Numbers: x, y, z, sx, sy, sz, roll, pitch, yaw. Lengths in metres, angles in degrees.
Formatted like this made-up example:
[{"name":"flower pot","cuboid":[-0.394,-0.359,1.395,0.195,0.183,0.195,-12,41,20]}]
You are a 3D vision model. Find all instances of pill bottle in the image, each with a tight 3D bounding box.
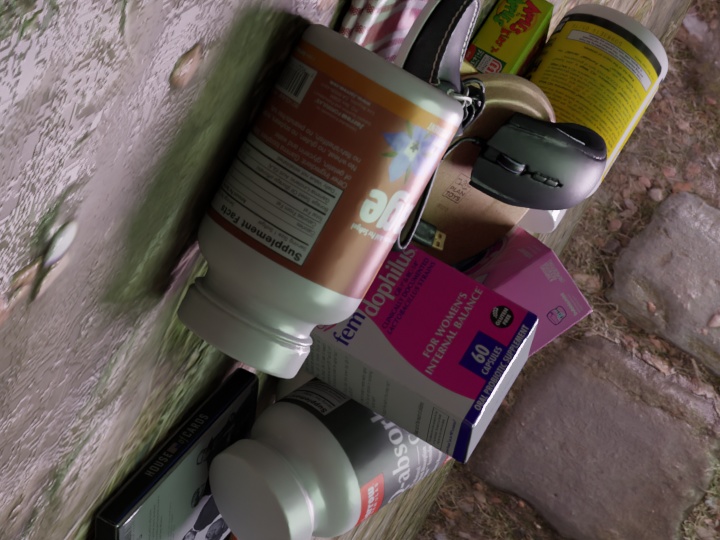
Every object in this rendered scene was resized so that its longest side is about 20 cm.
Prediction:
[{"name":"pill bottle","cuboid":[0.191,-0.138,1.601,0.200,0.112,0.112,-57,170,-18]},{"name":"pill bottle","cuboid":[-0.030,-0.040,1.066,0.200,0.112,0.112,-61,170,7]},{"name":"pill bottle","cuboid":[-0.015,0.139,1.364,0.200,0.116,0.116,-31,155,-35]}]

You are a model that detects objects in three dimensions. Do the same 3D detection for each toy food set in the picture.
[{"name":"toy food set","cuboid":[0.066,-0.078,1.375,0.200,0.049,0.198,6,125,-40]}]

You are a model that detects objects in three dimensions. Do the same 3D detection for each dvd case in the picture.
[{"name":"dvd case","cuboid":[-0.141,0.187,1.335,0.200,0.025,0.151,-46,151,-48]}]

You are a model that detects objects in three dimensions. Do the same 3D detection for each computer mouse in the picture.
[{"name":"computer mouse","cuboid":[0.111,-0.061,1.349,0.200,0.046,0.141,16,117,-45]}]

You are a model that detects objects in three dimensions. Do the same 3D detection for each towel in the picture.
[{"name":"towel","cuboid":[0.005,-0.135,1.203,0.146,0.030,0.200,-41,159,-60]}]

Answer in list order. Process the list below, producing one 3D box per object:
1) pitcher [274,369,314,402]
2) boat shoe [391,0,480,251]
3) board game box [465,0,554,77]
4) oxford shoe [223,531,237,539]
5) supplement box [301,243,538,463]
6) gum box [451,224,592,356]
[{"name":"pitcher","cuboid":[-0.010,0.082,1.563,0.172,0.121,0.200,-71,170,-46]},{"name":"boat shoe","cuboid":[0.046,-0.108,1.220,0.076,0.060,0.200,-27,144,-59]},{"name":"board game box","cuboid":[0.130,-0.178,1.650,0.102,0.048,0.200,-56,170,-16]},{"name":"oxford shoe","cuboid":[-0.113,0.239,1.492,0.071,0.072,0.201,33,71,-48]},{"name":"supplement box","cuboid":[0.019,0.042,1.293,0.101,0.200,0.103,-57,169,-19]},{"name":"gum box","cuboid":[0.104,0.019,1.453,0.113,0.066,0.200,-36,-164,-1]}]
